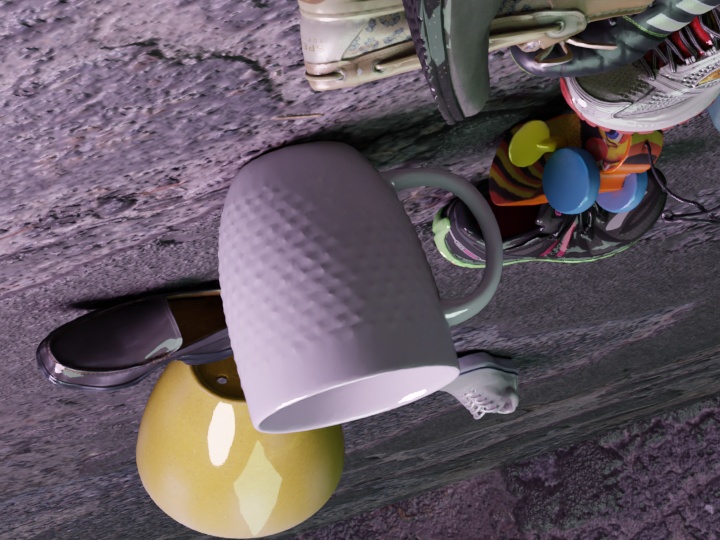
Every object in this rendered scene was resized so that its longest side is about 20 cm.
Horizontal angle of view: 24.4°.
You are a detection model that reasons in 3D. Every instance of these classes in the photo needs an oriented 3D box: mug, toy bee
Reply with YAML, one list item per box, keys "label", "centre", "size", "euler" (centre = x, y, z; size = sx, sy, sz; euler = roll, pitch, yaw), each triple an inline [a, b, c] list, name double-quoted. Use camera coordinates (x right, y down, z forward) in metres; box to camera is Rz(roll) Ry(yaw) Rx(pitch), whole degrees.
- label: "mug"
  centre: [0.000, 0.000, 1.151]
  size: [0.200, 0.175, 0.148]
  euler: [-17, 166, 4]
- label: "toy bee"
  centre: [0.177, -0.093, 1.182]
  size: [0.200, 0.109, 0.131]
  euler: [5, -174, 30]

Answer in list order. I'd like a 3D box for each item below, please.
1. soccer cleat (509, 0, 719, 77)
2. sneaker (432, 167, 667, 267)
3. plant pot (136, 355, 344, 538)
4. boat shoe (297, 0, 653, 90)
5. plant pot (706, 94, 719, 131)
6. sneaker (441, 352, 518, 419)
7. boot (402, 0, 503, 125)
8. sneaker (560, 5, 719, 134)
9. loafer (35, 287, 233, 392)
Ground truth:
- label: "soccer cleat"
  centre: [0.176, -0.170, 0.941]
  size: [0.200, 0.068, 0.081]
  euler: [-22, 156, -1]
- label: "sneaker"
  centre: [0.160, -0.045, 1.349]
  size: [0.200, 0.077, 0.084]
  euler: [-14, 169, -11]
- label: "plant pot"
  centre: [-0.110, 0.125, 1.546]
  size: [0.200, 0.200, 0.142]
  euler: [-11, 139, -15]
- label: "boat shoe"
  centre: [0.064, -0.137, 0.882]
  size: [0.200, 0.063, 0.073]
  euler: [-6, -158, -9]
- label: "plant pot"
  centre: [0.347, -0.084, 1.154]
  size: [0.200, 0.196, 0.200]
  euler: [-14, 166, -3]
- label: "sneaker"
  centre: [0.146, 0.144, 2.049]
  size: [0.073, 0.071, 0.200]
  euler: [-24, 163, 30]
- label: "boot"
  centre: [0.081, -0.154, 0.767]
  size: [0.131, 0.068, 0.200]
  euler: [-14, 140, 0]
- label: "sneaker"
  centre: [0.218, -0.152, 1.038]
  size: [0.200, 0.078, 0.082]
  euler: [-23, 158, 0]
- label: "loafer"
  centre: [-0.173, 0.047, 1.382]
  size: [0.200, 0.073, 0.072]
  euler: [-16, 160, -38]
